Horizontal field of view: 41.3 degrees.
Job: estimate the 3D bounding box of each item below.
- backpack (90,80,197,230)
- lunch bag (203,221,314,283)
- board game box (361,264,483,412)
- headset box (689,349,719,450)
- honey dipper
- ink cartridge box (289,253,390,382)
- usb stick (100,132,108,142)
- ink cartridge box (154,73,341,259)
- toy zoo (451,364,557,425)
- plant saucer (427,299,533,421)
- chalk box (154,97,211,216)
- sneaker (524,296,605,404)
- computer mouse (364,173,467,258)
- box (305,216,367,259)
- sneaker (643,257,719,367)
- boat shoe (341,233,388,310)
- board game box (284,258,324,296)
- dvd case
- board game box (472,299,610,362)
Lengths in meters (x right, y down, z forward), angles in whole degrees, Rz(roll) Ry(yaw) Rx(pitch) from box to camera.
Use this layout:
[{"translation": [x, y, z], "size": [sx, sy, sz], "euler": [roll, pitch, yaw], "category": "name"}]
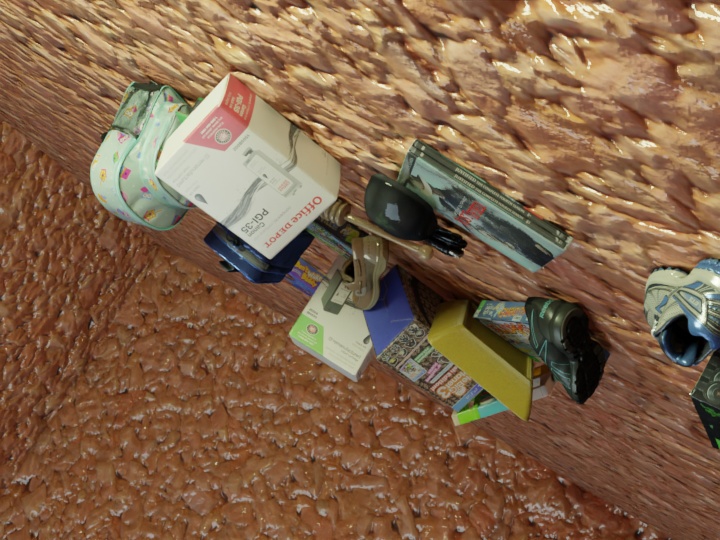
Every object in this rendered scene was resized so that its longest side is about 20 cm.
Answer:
[{"translation": [-0.310, -0.164, 1.472], "size": [0.152, 0.201, 0.176], "euler": [23, 167, 38], "category": "backpack"}, {"translation": [-0.179, -0.050, 1.661], "size": [0.135, 0.133, 0.200], "euler": [38, -171, 12], "category": "lunch bag"}, {"translation": [0.112, 0.113, 1.603], "size": [0.199, 0.097, 0.160], "euler": [35, -159, -30], "category": "board game box"}, {"translation": [0.446, 0.154, 0.974], "size": [0.199, 0.093, 0.174], "euler": [26, 168, 36], "category": "headset box"}, {"translation": [0.021, -0.060, 1.431], "size": [0.198, 0.038, 0.038], "euler": [27, 170, 20], "category": "honey dipper"}, {"translation": [-0.016, 0.076, 1.736], "size": [0.144, 0.201, 0.084], "euler": [30, 168, 10], "category": "ink cartridge box"}, {"translation": [-0.517, -0.251, 2.201], "size": [0.055, 0.033, 0.200], "euler": [33, 173, 44], "category": "usb stick"}, {"translation": [-0.142, -0.131, 1.240], "size": [0.199, 0.146, 0.083], "euler": [37, -148, -24], "category": "ink cartridge box"}, {"translation": [0.257, 0.208, 1.638], "size": [0.131, 0.198, 0.021], "euler": [-41, -71, -75], "category": "toy zoo"}, {"translation": [0.205, 0.126, 1.516], "size": [0.199, 0.049, 0.200], "euler": [39, -161, -1], "category": "plant saucer"}, {"translation": [-0.199, -0.157, 1.381], "size": [0.124, 0.125, 0.200], "euler": [24, 168, 36], "category": "chalk box"}, {"translation": [0.277, 0.103, 1.296], "size": [0.079, 0.075, 0.201], "euler": [24, 151, 41], "category": "sneaker"}, {"translation": [0.054, -0.062, 1.173], "size": [0.138, 0.053, 0.200], "euler": [33, 180, 17], "category": "computer mouse"}, {"translation": [-0.073, -0.086, 1.602], "size": [0.199, 0.035, 0.110], "euler": [35, 170, -12], "category": "box"}, {"translation": [0.306, 0.047, 0.911], "size": [0.076, 0.086, 0.200], "euler": [31, 171, 5], "category": "sneaker"}, {"translation": [0.000, 0.000, 1.527], "size": [0.063, 0.072, 0.201], "euler": [-1, 149, -9], "category": "boat shoe"}, {"translation": [-0.157, -0.001, 2.260], "size": [0.199, 0.045, 0.134], "euler": [38, 169, -32], "category": "board game box"}, {"translation": [0.133, -0.068, 1.076], "size": [0.199, 0.022, 0.146], "euler": [34, 170, 2], "category": "dvd case"}, {"translation": [0.266, 0.095, 1.429], "size": [0.135, 0.035, 0.200], "euler": [35, 170, -13], "category": "board game box"}]
